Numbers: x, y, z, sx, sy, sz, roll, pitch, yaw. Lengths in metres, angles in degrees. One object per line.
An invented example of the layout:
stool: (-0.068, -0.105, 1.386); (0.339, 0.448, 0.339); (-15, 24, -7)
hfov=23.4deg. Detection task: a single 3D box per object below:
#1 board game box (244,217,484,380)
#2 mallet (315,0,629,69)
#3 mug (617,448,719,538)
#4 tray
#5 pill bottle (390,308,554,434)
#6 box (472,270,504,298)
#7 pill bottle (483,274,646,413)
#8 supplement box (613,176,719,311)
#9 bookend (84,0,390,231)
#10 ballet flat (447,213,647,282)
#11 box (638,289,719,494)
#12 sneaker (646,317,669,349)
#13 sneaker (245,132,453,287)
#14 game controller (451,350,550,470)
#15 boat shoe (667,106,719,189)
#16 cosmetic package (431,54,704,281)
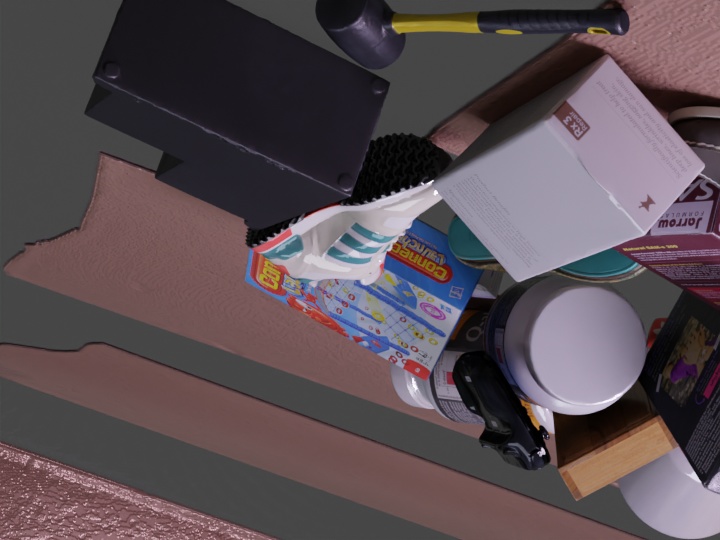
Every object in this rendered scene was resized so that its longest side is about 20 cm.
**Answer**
board game box: (0.000, 0.000, 1.533); (0.195, 0.056, 0.200); (28, 158, 5)
mallet: (0.063, -0.156, 1.064); (0.199, 0.041, 0.066); (1, 162, 36)
mug: (0.361, 0.170, 1.774); (0.149, 0.186, 0.153); (47, 161, 14)
tray: (0.220, 0.129, 1.536); (0.037, 0.098, 0.200); (58, -169, -11)
pill bottle: (0.133, 0.098, 1.736); (0.199, 0.117, 0.116); (3, 160, 42)
box: (0.042, -0.006, 1.616); (0.199, 0.042, 0.039); (6, 161, 39)
pill bottle: (0.172, 0.060, 1.462); (0.116, 0.117, 0.200); (18, 179, -3)
supplement box: (0.284, -0.012, 1.276); (0.200, 0.061, 0.109); (27, 162, -35)
bookend: (-0.113, -0.120, 1.278); (0.198, 0.093, 0.200); (24, 165, -18)
ballet flat: (0.160, -0.027, 1.377); (0.199, 0.071, 0.071); (3, 159, 42)
box: (0.318, 0.103, 1.398); (0.122, 0.106, 0.200); (22, -162, -14)
sneaker: (0.321, 0.092, 1.609); (0.084, 0.075, 0.200); (16, 161, 33)
sneaker: (0.007, -0.040, 1.380); (0.199, 0.071, 0.093); (-21, 132, 34)
game controller: (0.115, 0.115, 1.450); (0.042, 0.105, 0.200); (-22, 178, -4)
boat shoe: (0.288, -0.048, 1.139); (0.200, 0.061, 0.072); (20, 166, -12)
cosmetic package: (0.135, -0.064, 1.175); (0.102, 0.074, 0.200); (48, 158, -7)
